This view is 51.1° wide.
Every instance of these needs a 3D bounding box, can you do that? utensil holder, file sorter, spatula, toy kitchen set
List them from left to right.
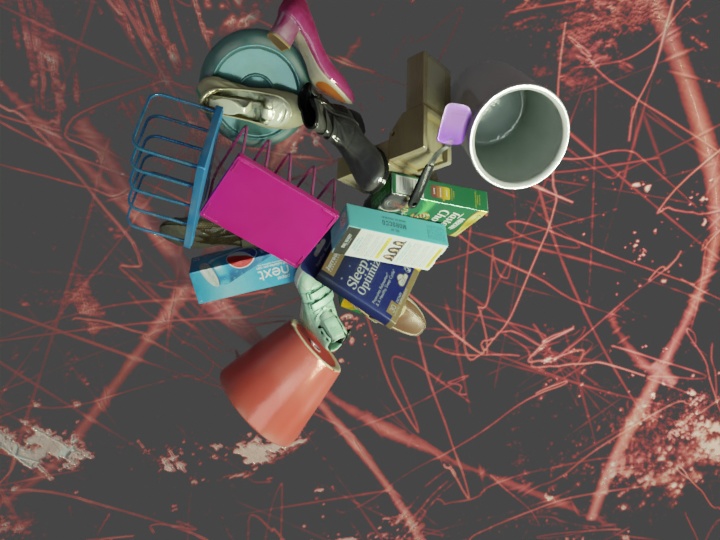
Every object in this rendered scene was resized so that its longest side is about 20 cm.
[{"bbox_3d":[-0.310,-0.166,1.240,0.119,0.141,0.202,15,141,-9],"label":"file sorter"},{"bbox_3d":[-0.153,-0.134,1.310,0.197,0.127,0.139,29,125,-23],"label":"file sorter"},{"bbox_3d":[0.085,-0.238,1.344,0.197,0.186,0.161,-14,156,40],"label":"toy kitchen set"},{"bbox_3d":[0.121,-0.178,1.213,0.055,0.021,0.202,0,136,-30],"label":"spatula"},{"bbox_3d":[0.240,-0.254,1.278,0.165,0.201,0.174,-3,117,-7],"label":"utensil holder"}]

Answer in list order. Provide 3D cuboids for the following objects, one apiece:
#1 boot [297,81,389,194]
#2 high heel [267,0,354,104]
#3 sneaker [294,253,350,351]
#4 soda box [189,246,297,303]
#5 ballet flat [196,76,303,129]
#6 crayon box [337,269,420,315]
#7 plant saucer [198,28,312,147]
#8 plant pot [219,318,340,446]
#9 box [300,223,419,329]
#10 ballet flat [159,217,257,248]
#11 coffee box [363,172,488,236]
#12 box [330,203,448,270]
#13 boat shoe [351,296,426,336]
[{"bbox_3d":[-0.037,-0.216,1.245,0.130,0.202,0.070,21,121,-45],"label":"boot"},{"bbox_3d":[-0.065,-0.372,1.267,0.198,0.067,0.098,36,76,-29],"label":"high heel"},{"bbox_3d":[-0.063,0.064,1.407,0.073,0.118,0.203,-30,145,-23],"label":"sneaker"},{"bbox_3d":[-0.217,-0.003,1.414,0.194,0.065,0.069,-14,118,-2],"label":"soda box"},{"bbox_3d":[-0.177,-0.271,1.256,0.194,0.070,0.071,9,115,-12],"label":"ballet flat"},{"bbox_3d":[0.048,-0.008,1.451,0.116,0.059,0.203,19,112,-17],"label":"crayon box"},{"bbox_3d":[-0.179,-0.306,1.290,0.194,0.028,0.205,-4,117,-7],"label":"plant saucer"},{"bbox_3d":[-0.145,0.207,1.469,0.177,0.201,0.200,-45,114,4],"label":"plant pot"},{"bbox_3d":[0.000,0.000,1.355,0.197,0.123,0.032,32,149,-5],"label":"box"},{"bbox_3d":[-0.270,-0.075,1.385,0.194,0.047,0.068,2,148,-3],"label":"ballet flat"},{"bbox_3d":[0.117,-0.114,1.346,0.195,0.045,0.123,8,157,-24],"label":"coffee box"},{"bbox_3d":[0.051,-0.057,1.335,0.195,0.050,0.083,10,143,-22],"label":"box"},{"bbox_3d":[0.043,0.073,1.417,0.197,0.072,0.076,31,109,-20],"label":"boat shoe"}]
